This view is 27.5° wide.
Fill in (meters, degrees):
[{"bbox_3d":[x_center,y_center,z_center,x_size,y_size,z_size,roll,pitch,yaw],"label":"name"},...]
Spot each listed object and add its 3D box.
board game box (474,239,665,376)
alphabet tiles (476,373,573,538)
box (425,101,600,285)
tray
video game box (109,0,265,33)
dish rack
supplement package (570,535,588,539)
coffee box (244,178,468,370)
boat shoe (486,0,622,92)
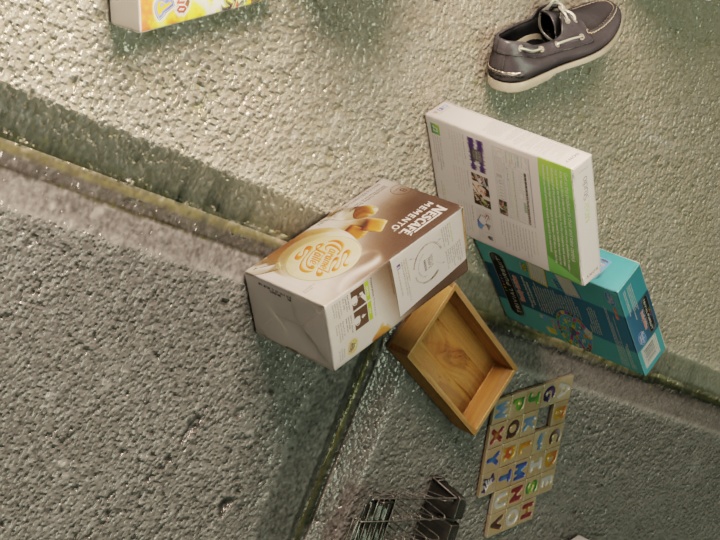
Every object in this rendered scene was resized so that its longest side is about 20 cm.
[{"bbox_3d":[0.235,0.023,1.655,0.047,0.199,0.151,-49,138,-21],"label":"board game box"},{"bbox_3d":[0.206,0.241,1.885,0.167,0.008,0.201,-12,116,-46],"label":"alphabet tiles"},{"bbox_3d":[0.156,-0.081,1.511,0.036,0.199,0.145,-35,132,-29],"label":"box"},{"bbox_3d":[0.107,0.099,1.676,0.099,0.037,0.200,-56,141,-14],"label":"tray"},{"bbox_3d":[-0.125,-0.310,1.194,0.182,0.047,0.201,-23,124,-39],"label":"video game box"},{"bbox_3d":[0.037,0.317,1.691,0.199,0.054,0.154,9,100,-49],"label":"dish rack"},{"bbox_3d":[0.303,0.503,2.013,0.150,0.151,0.201,-20,123,-42],"label":"supplement package"},{"bbox_3d":[0.000,0.000,1.439,0.200,0.114,0.080,-35,131,-33],"label":"coffee box"},{"bbox_3d":[0.215,-0.259,1.595,0.199,0.072,0.063,-32,133,-30],"label":"boat shoe"}]
